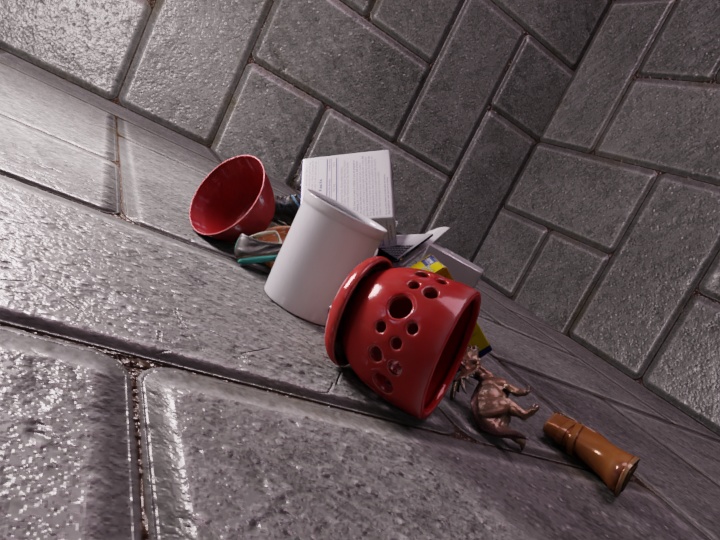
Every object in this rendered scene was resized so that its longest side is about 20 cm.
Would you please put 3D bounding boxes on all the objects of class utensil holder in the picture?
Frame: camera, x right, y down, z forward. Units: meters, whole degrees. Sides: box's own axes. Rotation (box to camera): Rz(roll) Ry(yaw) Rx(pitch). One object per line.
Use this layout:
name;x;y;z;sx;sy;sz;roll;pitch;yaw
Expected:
utensil holder;-0.067;-0.022;1.024;0.168;0.202;0.170;26;9;-4

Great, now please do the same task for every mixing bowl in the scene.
mixing bowl;-0.260;-0.136;1.200;0.199;0.201;0.108;35;-7;41

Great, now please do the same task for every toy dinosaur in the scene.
toy dinosaur;0.211;0.220;0.915;0.134;0.087;0.201;16;27;-7

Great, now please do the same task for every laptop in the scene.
laptop;0.035;-0.085;1.350;0.186;0.199;0.117;4;-56;57

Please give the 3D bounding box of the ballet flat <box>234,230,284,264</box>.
ballet flat;-0.154;-0.048;1.119;0.197;0.070;0.068;3;-15;-22

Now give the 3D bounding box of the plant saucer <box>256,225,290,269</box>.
plant saucer;-0.136;-0.035;1.227;0.197;0.038;0.201;13;29;-7

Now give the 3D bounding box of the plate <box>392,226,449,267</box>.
plate;0.118;-0.032;1.428;0.032;0.199;0.200;51;-31;3

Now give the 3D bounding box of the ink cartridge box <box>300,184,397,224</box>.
ink cartridge box;-0.030;-0.148;1.364;0.195;0.044;0.199;30;16;24

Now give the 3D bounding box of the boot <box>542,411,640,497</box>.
boot;0.393;0.311;0.964;0.154;0.074;0.200;33;-2;23

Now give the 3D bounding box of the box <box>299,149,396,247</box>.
box;-0.025;-0.148;1.194;0.197;0.186;0.105;-4;-32;6

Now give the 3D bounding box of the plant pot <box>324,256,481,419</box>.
plant pot;0.060;0.089;0.820;0.181;0.203;0.200;24;7;24

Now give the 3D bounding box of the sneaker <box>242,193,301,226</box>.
sneaker;-0.185;-0.155;1.322;0.198;0.083;0.073;24;10;-18

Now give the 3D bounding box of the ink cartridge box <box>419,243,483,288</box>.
ink cartridge box;0.191;0.054;1.354;0.145;0.202;0.147;29;10;11

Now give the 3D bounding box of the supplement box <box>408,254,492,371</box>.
supplement box;0.155;0.088;1.093;0.201;0.109;0.109;58;1;-15

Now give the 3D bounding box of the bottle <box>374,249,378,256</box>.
bottle;0.000;0.000;1.198;0.082;0.066;0.201;4;-27;-7

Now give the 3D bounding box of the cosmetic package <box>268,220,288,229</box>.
cosmetic package;-0.159;-0.060;1.361;0.198;0.072;0.105;27;9;-5
